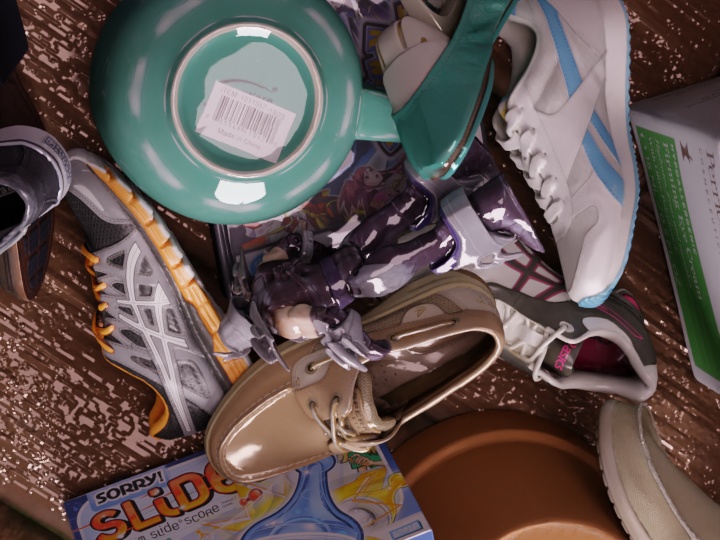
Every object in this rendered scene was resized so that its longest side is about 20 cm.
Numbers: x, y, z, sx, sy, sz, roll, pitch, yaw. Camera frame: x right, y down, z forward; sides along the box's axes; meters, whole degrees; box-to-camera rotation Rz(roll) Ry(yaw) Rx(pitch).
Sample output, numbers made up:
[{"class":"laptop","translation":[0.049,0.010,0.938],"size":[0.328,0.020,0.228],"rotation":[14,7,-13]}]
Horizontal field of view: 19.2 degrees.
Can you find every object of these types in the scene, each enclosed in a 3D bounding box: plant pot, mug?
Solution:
[{"class":"plant pot","translation":[0.098,0.200,1.334],"size":[0.199,0.140,0.201],"rotation":[-2,100,-12]},{"class":"mug","translation":[-0.061,-0.109,1.227],"size":[0.185,0.114,0.152],"rotation":[-26,104,-8]}]

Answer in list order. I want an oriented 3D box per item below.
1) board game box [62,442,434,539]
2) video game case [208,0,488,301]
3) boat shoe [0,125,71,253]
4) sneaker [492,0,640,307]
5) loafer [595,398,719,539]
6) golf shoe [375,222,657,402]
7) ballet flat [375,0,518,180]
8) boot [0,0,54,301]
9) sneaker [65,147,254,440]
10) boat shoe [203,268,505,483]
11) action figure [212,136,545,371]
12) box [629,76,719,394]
[{"class":"board game box","translation":[-0.069,0.160,1.291],"size":[0.199,0.135,0.035],"rotation":[-20,130,-9]},{"class":"video game case","translation":[-0.014,-0.096,1.312],"size":[0.180,0.026,0.201],"rotation":[-12,103,-10]},{"class":"boat shoe","translation":[-0.254,-0.018,1.207],"size":[0.199,0.068,0.072],"rotation":[-20,113,25]},{"class":"sneaker","translation":[0.124,-0.075,1.309],"size":[0.080,0.077,0.201],"rotation":[0,75,-11]},{"class":"loafer","translation":[0.205,0.163,1.282],"size":[0.068,0.076,0.201],"rotation":[-27,78,14]},{"class":"golf shoe","translation":[0.099,0.024,1.314],"size":[0.199,0.088,0.077],"rotation":[17,113,-21]},{"class":"ballet flat","translation":[0.044,-0.130,1.229],"size":[0.070,0.200,0.067],"rotation":[34,132,-12]},{"class":"boot","translation":[-0.241,-0.076,1.255],"size":[0.097,0.075,0.201],"rotation":[0,113,13]},{"class":"sneaker","translation":[-0.132,0.018,1.281],"size":[0.077,0.078,0.200],"rotation":[-30,106,-1]},{"class":"boat shoe","translation":[-0.006,0.071,1.258],"size":[0.200,0.065,0.071],"rotation":[-34,119,10]},{"class":"action figure","translation":[0.000,0.000,1.237],"size":[0.200,0.130,0.069],"rotation":[-30,132,3]},{"class":"box","translation":[0.302,-0.030,1.322],"size":[0.199,0.171,0.200],"rotation":[-18,103,-10]}]
